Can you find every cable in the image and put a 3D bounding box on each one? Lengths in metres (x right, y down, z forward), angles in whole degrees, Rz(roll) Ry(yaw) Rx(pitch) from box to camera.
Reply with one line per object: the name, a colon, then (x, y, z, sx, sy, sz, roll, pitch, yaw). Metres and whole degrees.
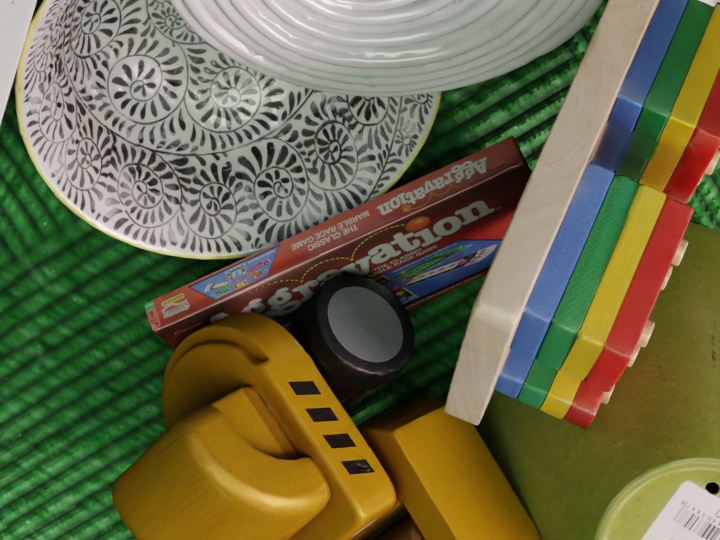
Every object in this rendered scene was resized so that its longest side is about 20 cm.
cable: (0.011, -0.152, 0.833, 0.200, 0.069, 0.200, 22, 134, -26)

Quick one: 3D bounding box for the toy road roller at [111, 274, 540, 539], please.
toy road roller: (-0.026, 0.114, 0.987, 0.200, 0.146, 0.123, 56, 136, 9)

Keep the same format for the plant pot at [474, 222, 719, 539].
plant pot: (0.148, 0.092, 1.005, 0.187, 0.200, 0.187, 0, 109, 0)

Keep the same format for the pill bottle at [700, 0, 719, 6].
pill bottle: (0.205, -0.204, 0.951, 0.200, 0.109, 0.109, -38, 105, 12)

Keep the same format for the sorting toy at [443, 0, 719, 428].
sorting toy: (0.112, -0.032, 0.896, 0.070, 0.200, 0.199, 23, 76, 6)

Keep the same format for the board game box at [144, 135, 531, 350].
board game box: (0.000, 0.000, 1.032, 0.200, 0.103, 0.019, -24, 63, 8)

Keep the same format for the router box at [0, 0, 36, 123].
router box: (-0.233, -0.125, 0.883, 0.179, 0.049, 0.200, 16, 92, -16)

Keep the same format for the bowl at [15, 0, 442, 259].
bowl: (-0.066, -0.111, 0.976, 0.200, 0.094, 0.201, -6, 130, -7)
